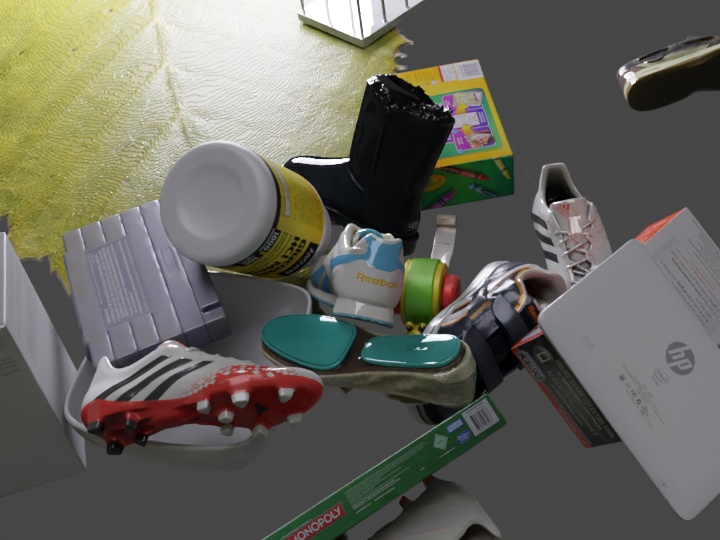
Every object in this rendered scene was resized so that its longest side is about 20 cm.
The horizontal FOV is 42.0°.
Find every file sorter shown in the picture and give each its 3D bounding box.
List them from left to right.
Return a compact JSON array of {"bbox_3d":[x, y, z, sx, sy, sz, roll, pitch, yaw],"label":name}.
[{"bbox_3d":[0.017,-0.437,1.341,0.138,0.125,0.200,31,58,35],"label":"file sorter"}]

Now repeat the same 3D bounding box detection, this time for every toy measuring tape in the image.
[{"bbox_3d":[0.071,-0.005,0.932,0.073,0.074,0.201,4,46,14],"label":"toy measuring tape"}]

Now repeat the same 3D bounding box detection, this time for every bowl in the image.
[{"bbox_3d":[-0.150,0.097,0.867,0.198,0.075,0.200,7,47,16],"label":"bowl"}]

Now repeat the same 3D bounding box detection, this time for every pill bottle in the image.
[{"bbox_3d":[-0.100,-0.051,0.913,0.112,0.200,0.113,-2,84,18],"label":"pill bottle"}]

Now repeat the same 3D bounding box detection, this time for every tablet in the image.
[{"bbox_3d":[0.245,0.085,0.765,0.130,0.014,0.201,-34,87,-24],"label":"tablet"}]

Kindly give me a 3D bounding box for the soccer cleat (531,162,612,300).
[{"bbox_3d":[0.210,-0.023,0.911,0.068,0.086,0.201,-10,44,0],"label":"soccer cleat"}]

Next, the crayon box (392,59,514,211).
[{"bbox_3d":[0.100,-0.161,1.092,0.118,0.059,0.201,-10,44,1],"label":"crayon box"}]

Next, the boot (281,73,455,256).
[{"bbox_3d":[0.003,-0.130,0.994,0.200,0.169,0.076,33,32,32],"label":"boot"}]

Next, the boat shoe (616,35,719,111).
[{"bbox_3d":[0.403,-0.250,1.116,0.199,0.072,0.066,-17,49,-1],"label":"boat shoe"}]

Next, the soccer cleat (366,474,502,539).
[{"bbox_3d":[0.022,0.234,0.703,0.200,0.070,0.077,-35,52,-27],"label":"soccer cleat"}]

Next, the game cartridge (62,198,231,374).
[{"bbox_3d":[-0.209,0.013,0.891,0.129,0.039,0.200,-24,45,-6],"label":"game cartridge"}]

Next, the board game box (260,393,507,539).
[{"bbox_3d":[0.008,0.170,0.725,0.199,0.135,0.029,-29,79,-19],"label":"board game box"}]

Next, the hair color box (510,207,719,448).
[{"bbox_3d":[0.241,0.048,0.816,0.200,0.064,0.111,-36,88,-25],"label":"hair color box"}]

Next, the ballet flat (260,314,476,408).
[{"bbox_3d":[0.002,0.083,0.782,0.199,0.063,0.068,7,41,31],"label":"ballet flat"}]

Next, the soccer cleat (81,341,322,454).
[{"bbox_3d":[-0.129,0.092,0.760,0.198,0.069,0.086,-10,48,7],"label":"soccer cleat"}]

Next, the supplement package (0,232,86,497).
[{"bbox_3d":[-0.330,0.091,0.817,0.119,0.201,0.122,-16,44,-7],"label":"supplement package"}]

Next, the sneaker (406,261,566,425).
[{"bbox_3d":[0.116,0.059,0.842,0.079,0.079,0.200,0,39,43],"label":"sneaker"}]

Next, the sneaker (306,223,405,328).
[{"bbox_3d":[0.000,0.000,0.882,0.076,0.081,0.200,13,3,-15],"label":"sneaker"}]
